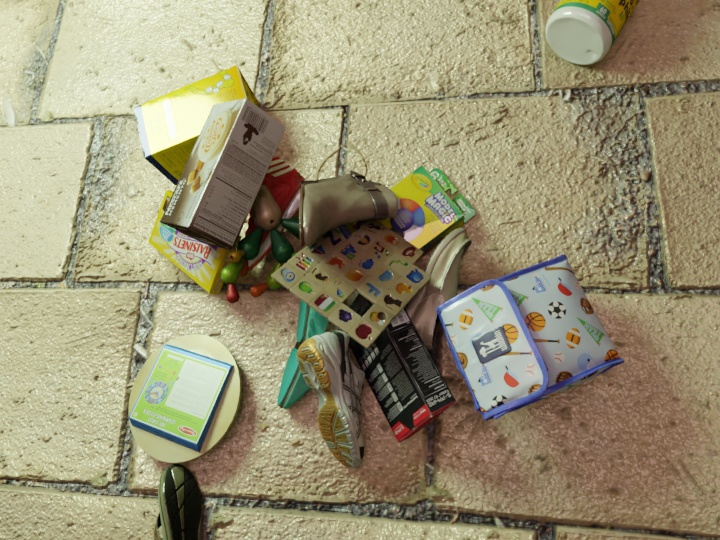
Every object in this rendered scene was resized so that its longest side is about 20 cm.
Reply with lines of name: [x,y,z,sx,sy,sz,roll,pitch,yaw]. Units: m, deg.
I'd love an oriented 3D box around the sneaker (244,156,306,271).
sneaker: [-0.175,-0.100,0.936,0.115,0.078,0.201,40,68,-17]

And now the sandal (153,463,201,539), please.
sandal: [-0.274,0.390,0.833,0.057,0.080,0.204,-16,71,20]

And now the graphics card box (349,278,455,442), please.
graphics card box: [0.046,0.129,0.820,0.050,0.126,0.202,-18,67,-29]

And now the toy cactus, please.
toy cactus: [-0.131,-0.049,0.868,0.197,0.102,0.167,-23,85,-8]

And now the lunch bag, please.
lunch bag: [0.222,0.094,0.781,0.197,0.124,0.172,-17,68,-11]

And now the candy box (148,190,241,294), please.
candy box: [-0.280,-0.050,0.948,0.199,0.026,0.104,31,104,35]

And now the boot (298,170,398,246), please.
boot: [-0.017,-0.092,0.832,0.144,0.071,0.201,3,33,-6]

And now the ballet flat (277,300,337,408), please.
ballet flat: [-0.073,0.121,0.873,0.069,0.067,0.203,13,94,-18]

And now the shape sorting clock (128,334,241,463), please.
shape sorting clock: [-0.279,0.201,0.907,0.197,0.039,0.203,-7,62,12]

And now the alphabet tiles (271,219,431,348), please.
alphabet tiles: [0.000,0.000,0.808,0.166,0.008,0.200,34,49,16]

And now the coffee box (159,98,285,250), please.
coffee box: [-0.206,-0.143,0.850,0.114,0.079,0.203,13,78,51]

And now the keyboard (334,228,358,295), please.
keyboard: [-0.004,0.008,0.908,0.011,0.057,0.201,-19,64,-39]

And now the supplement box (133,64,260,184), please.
supplement box: [-0.276,-0.254,1.009,0.197,0.109,0.111,-20,71,4]

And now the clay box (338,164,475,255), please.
clay box: [0.077,-0.080,0.920,0.199,0.048,0.115,-37,70,-1]

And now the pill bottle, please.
pill bottle: [0.399,-0.453,0.936,0.112,0.113,0.201,30,80,18]

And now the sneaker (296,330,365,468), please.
sneaker: [-0.020,0.185,0.833,0.075,0.087,0.203,-6,102,47]

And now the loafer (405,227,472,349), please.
loafer: [0.123,0.033,0.867,0.068,0.076,0.202,28,89,16]
